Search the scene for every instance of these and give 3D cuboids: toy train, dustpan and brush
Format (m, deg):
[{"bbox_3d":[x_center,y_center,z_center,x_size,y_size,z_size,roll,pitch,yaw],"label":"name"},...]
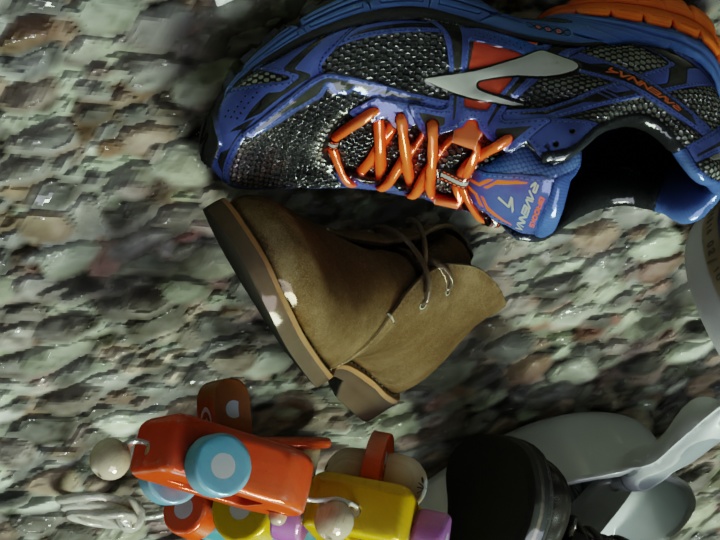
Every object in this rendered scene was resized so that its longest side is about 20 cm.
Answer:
[{"bbox_3d":[-0.044,0.077,1.052,0.149,0.056,0.200,16,167,-16],"label":"toy train"},{"bbox_3d":[0.105,0.092,1.170,0.139,0.058,0.200,5,141,-30],"label":"dustpan and brush"}]

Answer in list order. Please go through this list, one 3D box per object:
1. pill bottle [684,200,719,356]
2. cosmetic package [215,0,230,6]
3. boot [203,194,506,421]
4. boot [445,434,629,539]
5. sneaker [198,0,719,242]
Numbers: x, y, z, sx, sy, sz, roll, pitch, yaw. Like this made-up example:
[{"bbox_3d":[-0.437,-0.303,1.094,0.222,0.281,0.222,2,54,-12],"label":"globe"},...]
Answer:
[{"bbox_3d":[0.227,-0.028,1.006,0.111,0.112,0.200,19,132,-43],"label":"pill bottle"},{"bbox_3d":[-0.040,-0.159,0.742,0.082,0.051,0.200,-21,147,6],"label":"cosmetic package"},{"bbox_3d":[0.000,0.000,0.967,0.075,0.074,0.200,-30,164,8],"label":"boot"},{"bbox_3d":[0.117,0.125,1.132,0.173,0.070,0.200,4,156,-9],"label":"boot"},{"bbox_3d":[0.042,-0.049,0.917,0.198,0.079,0.076,-6,145,-18],"label":"sneaker"}]
